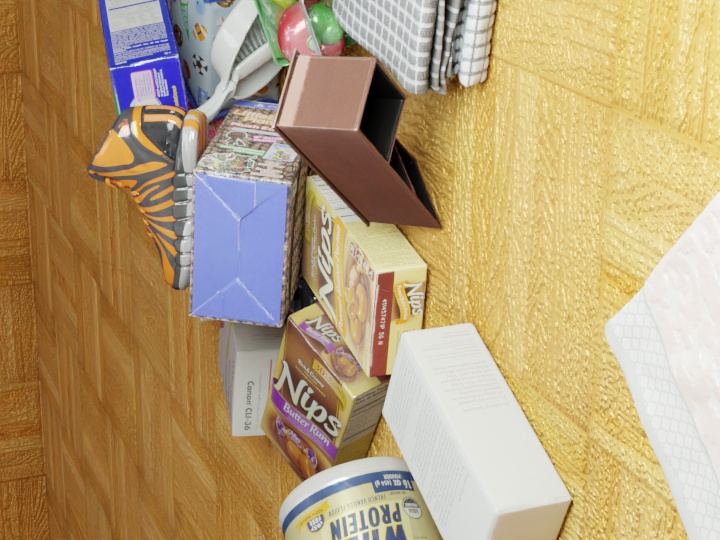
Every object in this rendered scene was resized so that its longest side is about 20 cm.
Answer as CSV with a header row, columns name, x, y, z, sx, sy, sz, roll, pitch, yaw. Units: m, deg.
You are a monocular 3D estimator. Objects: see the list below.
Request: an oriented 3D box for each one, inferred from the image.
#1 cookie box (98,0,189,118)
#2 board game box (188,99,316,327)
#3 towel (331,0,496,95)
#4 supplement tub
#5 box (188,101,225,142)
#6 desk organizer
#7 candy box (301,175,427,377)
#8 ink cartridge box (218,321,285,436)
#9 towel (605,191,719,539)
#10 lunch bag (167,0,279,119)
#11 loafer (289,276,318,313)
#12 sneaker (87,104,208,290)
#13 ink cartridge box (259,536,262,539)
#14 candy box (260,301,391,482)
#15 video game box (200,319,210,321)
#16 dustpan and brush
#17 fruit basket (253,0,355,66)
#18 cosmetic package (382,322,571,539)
name,x,y,z,sx,sy,sz,roll,pitch,yaw
cookie box,-0.226,-0.202,1.603,0.200,0.075,0.172,-108,10,-49
board game box,-0.104,-0.062,1.542,0.200,0.096,0.160,-73,-11,-62
towel,0.038,-0.254,1.244,0.200,0.085,0.166,-124,33,-50
supplement tub,0.017,0.288,1.387,0.145,0.144,0.201,112,145,-51
box,-0.158,-0.097,1.788,0.095,0.099,0.201,-141,49,-62
desk organizer,0.009,-0.106,1.286,0.200,0.077,0.072,44,-123,-58
candy box,0.000,0.000,1.463,0.200,0.055,0.116,-127,35,-53
ink cartridge box,-0.121,0.111,1.757,0.200,0.067,0.117,-113,25,-60
towel,0.226,0.074,0.930,0.191,0.032,0.201,120,138,-57
lunch bag,-0.163,-0.297,1.709,0.200,0.123,0.171,53,147,41
loafer,-0.088,0.000,1.685,0.200,0.063,0.072,-127,36,-53
sneaker,-0.210,-0.077,1.510,0.078,0.111,0.201,-74,-10,-61
ink cartridge box,-0.077,0.439,1.827,0.200,0.050,0.162,-122,32,-55
candy box,-0.039,0.137,1.566,0.117,0.056,0.201,49,144,26
video game box,-0.199,-0.063,1.984,0.200,0.047,0.183,109,145,-49
dustpan and brush,-0.123,-0.207,1.539,0.057,0.200,0.140,44,165,19
fruit basket,-0.042,-0.232,1.407,0.200,0.093,0.186,-115,5,-48
cosmetic package,0.091,0.149,1.251,0.200,0.071,0.102,-116,28,-42
